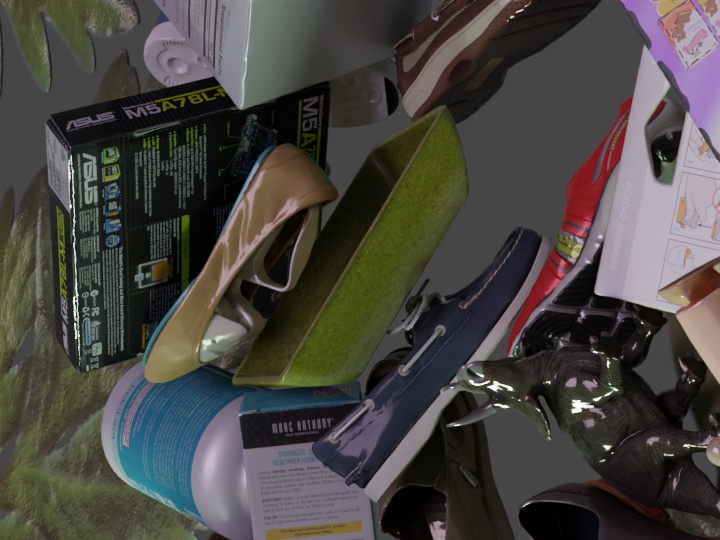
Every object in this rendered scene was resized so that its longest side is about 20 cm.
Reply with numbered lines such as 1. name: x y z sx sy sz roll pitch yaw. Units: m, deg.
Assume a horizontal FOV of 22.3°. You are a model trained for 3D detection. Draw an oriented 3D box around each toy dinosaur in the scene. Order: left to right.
1. toy dinosaur: 0.155 0.087 1.047 0.200 0.077 0.102 35 132 4

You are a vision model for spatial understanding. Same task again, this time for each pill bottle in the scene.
1. pill bottle: -0.098 0.133 1.338 0.200 0.110 0.111 17 100 52

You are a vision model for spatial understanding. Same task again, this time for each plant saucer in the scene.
1. plant saucer: 0.000 0.000 1.190 0.200 0.048 0.200 -59 9 -10

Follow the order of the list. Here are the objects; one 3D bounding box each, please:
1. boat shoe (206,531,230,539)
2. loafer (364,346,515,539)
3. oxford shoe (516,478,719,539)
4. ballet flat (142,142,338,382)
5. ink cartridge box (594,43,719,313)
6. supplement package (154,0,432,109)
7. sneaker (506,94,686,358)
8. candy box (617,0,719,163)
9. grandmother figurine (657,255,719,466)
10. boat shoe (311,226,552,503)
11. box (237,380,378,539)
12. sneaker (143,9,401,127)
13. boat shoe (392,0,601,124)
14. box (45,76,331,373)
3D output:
1. boat shoe: -0.082 0.288 1.333 0.063 0.073 0.201 132 130 -62
2. loafer: 0.045 0.135 1.191 0.076 0.067 0.200 -50 50 36
3. oxford shoe: 0.167 0.177 1.027 0.200 0.072 0.071 24 105 50
4. ballet flat: -0.082 0.009 1.242 0.063 0.069 0.200 36 110 15
5. ink cartridge box: 0.226 -0.063 0.973 0.176 0.045 0.201 16 99 39
6. supplement package: -0.061 -0.243 1.223 0.200 0.151 0.151 51 150 32
7. sneaker: 0.146 -0.015 1.093 0.200 0.077 0.085 -62 24 26
8. candy box: 0.245 -0.108 0.886 0.168 0.071 0.200 -41 65 31
9. grandmother figurine: 0.224 0.085 0.930 0.200 0.060 0.121 61 147 3
10. boat shoe: 0.046 0.049 1.147 0.062 0.075 0.200 36 91 4
11. box: -0.029 0.179 1.221 0.049 0.082 0.201 -91 -4 -78
12. sneaker: -0.048 -0.186 1.335 0.199 0.147 0.081 10 138 16
13. boat shoe: 0.082 -0.170 1.164 0.202 0.075 0.075 -39 65 43
14. box: -0.118 -0.038 1.268 0.048 0.193 0.201 48 147 40
